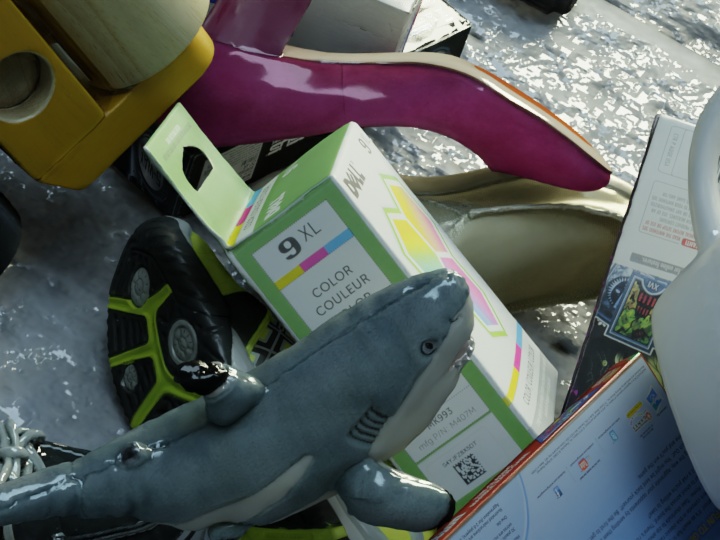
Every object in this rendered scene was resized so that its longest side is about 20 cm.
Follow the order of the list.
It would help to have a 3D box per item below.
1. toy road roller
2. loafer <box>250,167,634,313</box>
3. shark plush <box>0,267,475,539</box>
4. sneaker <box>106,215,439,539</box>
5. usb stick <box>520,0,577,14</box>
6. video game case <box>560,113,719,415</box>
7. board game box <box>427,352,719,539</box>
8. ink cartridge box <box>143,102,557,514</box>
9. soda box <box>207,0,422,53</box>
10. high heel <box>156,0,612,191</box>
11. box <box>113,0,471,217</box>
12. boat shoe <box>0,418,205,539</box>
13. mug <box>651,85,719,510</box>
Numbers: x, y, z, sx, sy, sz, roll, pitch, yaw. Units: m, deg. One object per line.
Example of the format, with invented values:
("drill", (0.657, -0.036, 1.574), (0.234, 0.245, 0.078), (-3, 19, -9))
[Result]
("toy road roller", (-0.178, -0.100, 1.171), (0.200, 0.123, 0.146), (-43, 41, -4))
("loafer", (0.044, -0.003, 1.237), (0.199, 0.076, 0.069), (-1, 47, -10))
("shark plush", (-0.053, 0.051, 1.025), (0.199, 0.084, 0.091), (-8, 53, -2))
("sneaker", (-0.040, 0.061, 1.144), (0.076, 0.075, 0.201), (-8, 57, -43))
("usb stick", (0.032, -0.197, 1.458), (0.199, 0.033, 0.055), (28, 36, 8))
("video game case", (0.195, 0.047, 1.167), (0.199, 0.036, 0.182), (17, 83, 10))
("board game box", (0.082, 0.123, 1.061), (0.200, 0.019, 0.103), (-38, 95, -44))
("ink cartridge box", (0.000, 0.000, 1.132), (0.200, 0.059, 0.104), (51, 13, -9))
("soda box", (-0.068, -0.152, 1.278), (0.199, 0.068, 0.064), (23, 42, 1))
("high heel", (0.010, -0.059, 1.222), (0.199, 0.097, 0.067), (28, 7, 4))
("box", (-0.068, -0.122, 1.331), (0.160, 0.044, 0.200), (42, 46, 21))
("boat shoe", (-0.149, 0.091, 1.060), (0.198, 0.068, 0.074), (0, 46, -21))
("mug", (0.204, 0.003, 1.078), (0.148, 0.174, 0.201), (7, 64, -75))
